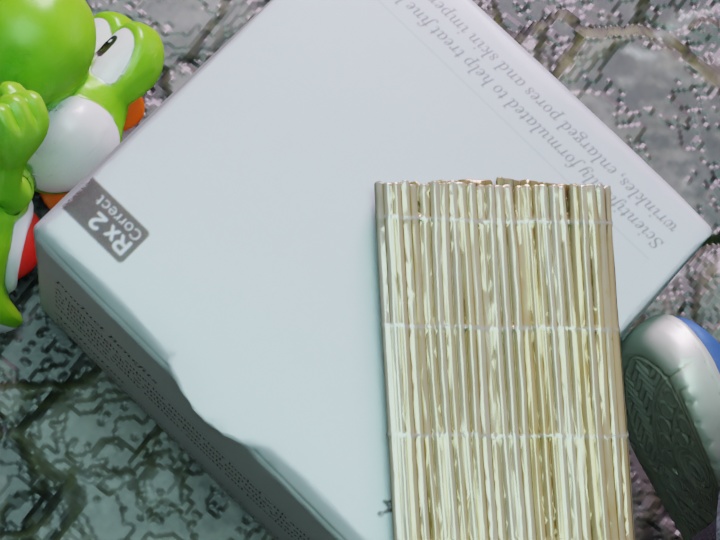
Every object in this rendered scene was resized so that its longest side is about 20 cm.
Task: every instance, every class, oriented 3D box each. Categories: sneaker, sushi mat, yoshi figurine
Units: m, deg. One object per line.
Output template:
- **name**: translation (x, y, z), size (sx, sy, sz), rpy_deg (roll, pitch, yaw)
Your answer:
- **sneaker**: translation (0.188, 0.080, 0.922), size (0.111, 0.077, 0.201), rpy_deg (-35, 112, -15)
- **sushi mat**: translation (0.056, 0.061, 0.835), size (0.095, 0.012, 0.201), rpy_deg (-1, 78, -8)
- **yoshi figurine**: translation (-0.169, -0.050, 0.919), size (0.112, 0.112, 0.200), rpy_deg (37, 72, 9)

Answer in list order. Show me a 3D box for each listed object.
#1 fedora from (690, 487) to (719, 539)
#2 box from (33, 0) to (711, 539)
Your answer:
- **fedora**: translation (0.173, 0.137, 0.830), size (0.200, 0.091, 0.202), rpy_deg (26, 52, -38)
- **box**: translation (0.000, 0.000, 0.915), size (0.199, 0.131, 0.200), rpy_deg (44, 76, 3)
